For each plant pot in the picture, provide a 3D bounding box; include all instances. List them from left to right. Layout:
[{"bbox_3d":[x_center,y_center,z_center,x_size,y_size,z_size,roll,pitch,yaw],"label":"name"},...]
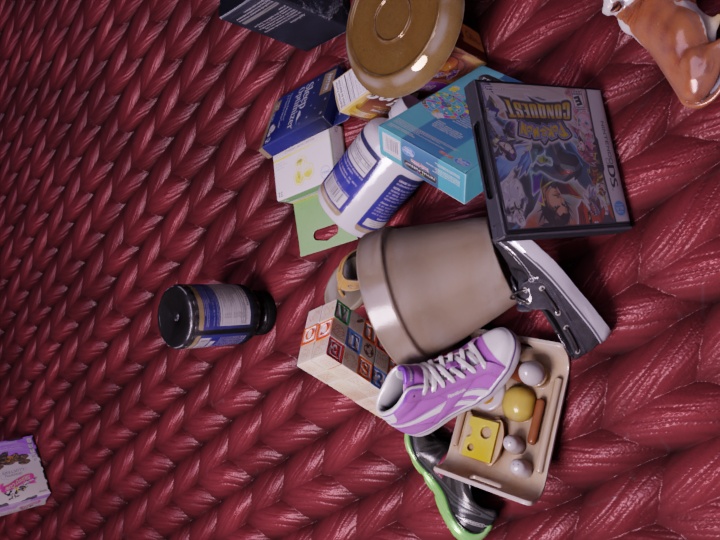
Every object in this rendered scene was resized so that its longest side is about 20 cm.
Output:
[{"bbox_3d":[0.049,-0.337,0.841,0.199,0.027,0.203,-1,88,41],"label":"plant pot"},{"bbox_3d":[0.114,0.014,0.840,0.172,0.200,0.202,-21,75,23],"label":"plant pot"}]

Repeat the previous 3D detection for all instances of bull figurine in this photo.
[{"bbox_3d":[0.359,-0.279,0.694,0.121,0.065,0.202,-39,66,37],"label":"bull figurine"}]

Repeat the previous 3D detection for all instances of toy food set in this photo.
[{"bbox_3d":[0.181,0.183,0.815,0.142,0.060,0.202,6,72,40],"label":"toy food set"}]

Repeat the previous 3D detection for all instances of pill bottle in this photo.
[{"bbox_3d":[-0.254,0.081,1.134,0.111,0.199,0.113,-1,88,40],"label":"pill bottle"},{"bbox_3d":[0.036,-0.157,0.939,0.200,0.119,0.120,-47,61,30],"label":"pill bottle"}]

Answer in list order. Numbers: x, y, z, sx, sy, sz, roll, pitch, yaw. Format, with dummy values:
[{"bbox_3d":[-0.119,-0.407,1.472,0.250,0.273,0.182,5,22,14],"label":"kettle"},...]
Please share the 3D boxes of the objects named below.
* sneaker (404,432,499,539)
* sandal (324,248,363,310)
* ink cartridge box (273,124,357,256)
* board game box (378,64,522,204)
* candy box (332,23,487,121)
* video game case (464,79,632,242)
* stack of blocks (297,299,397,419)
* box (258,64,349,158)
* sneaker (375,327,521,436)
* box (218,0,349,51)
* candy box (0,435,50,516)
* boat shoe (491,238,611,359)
[{"bbox_3d":[0.130,0.282,0.893,0.083,0.077,0.201,-37,64,10],"label":"sneaker"},{"bbox_3d":[0.000,0.000,1.010,0.200,0.054,0.081,-41,64,33],"label":"sandal"},{"bbox_3d":[-0.083,-0.139,1.091,0.145,0.048,0.202,-15,77,39],"label":"ink cartridge box"},{"bbox_3d":[0.146,-0.181,0.802,0.151,0.199,0.047,38,150,35],"label":"board game box"},{"bbox_3d":[0.070,-0.288,0.915,0.199,0.116,0.057,-22,74,39],"label":"candy box"},{"bbox_3d":[0.223,-0.129,0.729,0.025,0.198,0.183,-25,72,62],"label":"video game case"},{"bbox_3d":[0.010,0.122,0.885,0.058,0.200,0.116,-25,41,37],"label":"stack of blocks"},{"bbox_3d":[-0.089,-0.277,1.075,0.199,0.032,0.122,-15,51,39],"label":"box"},{"bbox_3d":[0.107,0.134,0.790,0.200,0.114,0.073,-42,44,10],"label":"sneaker"},{"bbox_3d":[-0.127,-0.501,1.034,0.117,0.199,0.199,-8,84,41],"label":"box"},{"bbox_3d":[-1.020,0.599,1.813,0.072,0.167,0.201,-52,59,29],"label":"candy box"},{"bbox_3d":[0.217,0.029,0.753,0.066,0.200,0.070,-44,15,1],"label":"boat shoe"}]
